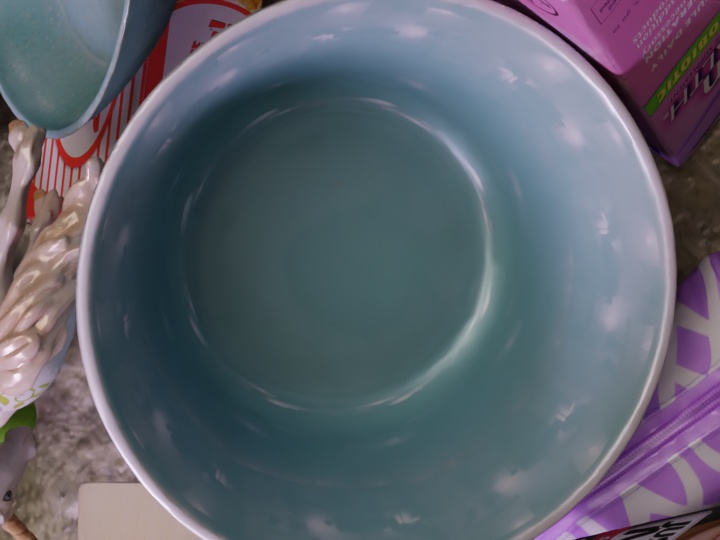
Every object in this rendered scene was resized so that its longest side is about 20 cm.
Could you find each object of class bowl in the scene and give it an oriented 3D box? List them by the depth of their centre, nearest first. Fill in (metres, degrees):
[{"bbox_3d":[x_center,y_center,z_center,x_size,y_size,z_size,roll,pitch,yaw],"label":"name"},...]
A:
[{"bbox_3d":[0.000,0.000,0.685,0.200,0.105,0.201,-1,98,-9],"label":"bowl"}]

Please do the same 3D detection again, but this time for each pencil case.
[{"bbox_3d":[0.080,0.076,0.728,0.200,0.085,0.084,-39,81,14],"label":"pencil case"}]

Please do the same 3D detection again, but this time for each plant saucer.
[{"bbox_3d":[-0.105,-0.149,0.716,0.200,0.036,0.200,24,118,58],"label":"plant saucer"}]

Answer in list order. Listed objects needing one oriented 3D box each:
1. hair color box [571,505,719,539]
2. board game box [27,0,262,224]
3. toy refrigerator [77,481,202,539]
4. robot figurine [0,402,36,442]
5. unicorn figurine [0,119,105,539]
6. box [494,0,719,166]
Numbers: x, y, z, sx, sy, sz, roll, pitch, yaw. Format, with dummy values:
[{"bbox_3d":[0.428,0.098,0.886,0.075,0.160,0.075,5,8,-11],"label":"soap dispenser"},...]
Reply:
[{"bbox_3d":[0.125,0.107,0.595,0.200,0.099,0.061,-19,91,35],"label":"hair color box"},{"bbox_3d":[-0.085,-0.117,0.798,0.151,0.046,0.200,-3,80,65],"label":"board game box"},{"bbox_3d":[-0.072,0.186,0.789,0.070,0.076,0.200,-2,84,24],"label":"toy refrigerator"},{"bbox_3d":[-0.235,0.021,0.856,0.200,0.116,0.176,12,95,25],"label":"robot figurine"},{"bbox_3d":[-0.136,0.028,0.733,0.074,0.200,0.138,11,74,-4],"label":"unicorn figurine"},{"bbox_3d":[0.056,-0.145,0.696,0.176,0.200,0.097,38,93,22],"label":"box"}]
